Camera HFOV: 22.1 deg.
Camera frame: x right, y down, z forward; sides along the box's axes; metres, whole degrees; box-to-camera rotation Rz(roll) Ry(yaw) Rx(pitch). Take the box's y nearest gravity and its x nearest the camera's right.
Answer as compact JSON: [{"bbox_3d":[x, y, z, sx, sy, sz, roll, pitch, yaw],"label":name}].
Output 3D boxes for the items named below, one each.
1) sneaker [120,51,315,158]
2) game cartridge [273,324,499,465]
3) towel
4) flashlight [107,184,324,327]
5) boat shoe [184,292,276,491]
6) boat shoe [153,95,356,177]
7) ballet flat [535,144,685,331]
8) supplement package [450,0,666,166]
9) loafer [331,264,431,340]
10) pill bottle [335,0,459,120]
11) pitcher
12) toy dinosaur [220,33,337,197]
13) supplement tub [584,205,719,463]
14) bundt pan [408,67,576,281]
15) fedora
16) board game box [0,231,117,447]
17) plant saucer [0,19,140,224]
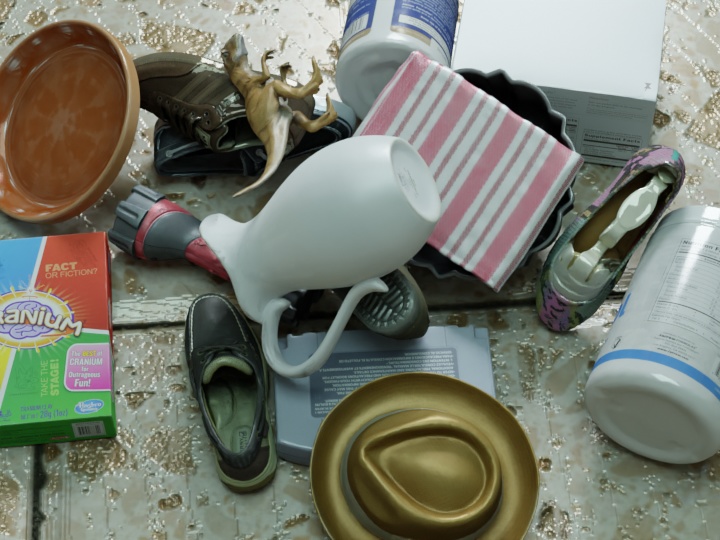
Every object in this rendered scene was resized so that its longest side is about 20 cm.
[{"bbox_3d":[-0.145,-0.153,1.737,0.199,0.071,0.076,8,57,18],"label":"sneaker"},{"bbox_3d":[0.022,0.115,1.654,0.199,0.042,0.134,-2,61,-2],"label":"game cartridge"},{"bbox_3d":[0.088,-0.092,1.686,0.200,0.030,0.147,35,94,17],"label":"towel"},{"bbox_3d":[-0.136,-0.010,1.719,0.200,0.068,0.068,27,79,16],"label":"flashlight"},{"bbox_3d":[-0.116,0.097,1.646,0.071,0.066,0.201,-11,57,-6],"label":"boat shoe"},{"bbox_3d":[-0.103,-0.122,1.789,0.199,0.072,0.068,-3,54,1],"label":"boat shoe"},{"bbox_3d":[0.223,-0.028,1.667,0.069,0.071,0.200,37,102,2],"label":"ballet flat"},{"bbox_3d":[0.194,-0.206,1.822,0.199,0.111,0.156,8,57,5],"label":"supplement package"},{"bbox_3d":[0.000,0.000,1.692,0.075,0.070,0.200,-40,50,7],"label":"loafer"},{"bbox_3d":[0.041,-0.243,1.837,0.110,0.111,0.200,6,44,4],"label":"pill bottle"},{"bbox_3d":[-0.024,-0.013,1.606,0.200,0.121,0.172,-27,79,25],"label":"pitcher"},{"bbox_3d":[-0.076,-0.136,1.665,0.106,0.060,0.200,-20,48,3],"label":"toy dinosaur"},{"bbox_3d":[0.289,0.057,1.635,0.132,0.132,0.200,20,58,13],"label":"supplement tub"},{"bbox_3d":[0.113,-0.084,1.728,0.201,0.076,0.203,-3,81,19],"label":"bundt pan"},{"bbox_3d":[0.056,0.172,1.560,0.200,0.082,0.201,1,75,-2],"label":"fedora"},{"bbox_3d":[-0.302,0.063,1.685,0.152,0.040,0.201,-5,57,-4],"label":"board game box"},{"bbox_3d":[-0.288,-0.141,1.770,0.200,0.032,0.201,-10,71,32],"label":"plant saucer"}]
